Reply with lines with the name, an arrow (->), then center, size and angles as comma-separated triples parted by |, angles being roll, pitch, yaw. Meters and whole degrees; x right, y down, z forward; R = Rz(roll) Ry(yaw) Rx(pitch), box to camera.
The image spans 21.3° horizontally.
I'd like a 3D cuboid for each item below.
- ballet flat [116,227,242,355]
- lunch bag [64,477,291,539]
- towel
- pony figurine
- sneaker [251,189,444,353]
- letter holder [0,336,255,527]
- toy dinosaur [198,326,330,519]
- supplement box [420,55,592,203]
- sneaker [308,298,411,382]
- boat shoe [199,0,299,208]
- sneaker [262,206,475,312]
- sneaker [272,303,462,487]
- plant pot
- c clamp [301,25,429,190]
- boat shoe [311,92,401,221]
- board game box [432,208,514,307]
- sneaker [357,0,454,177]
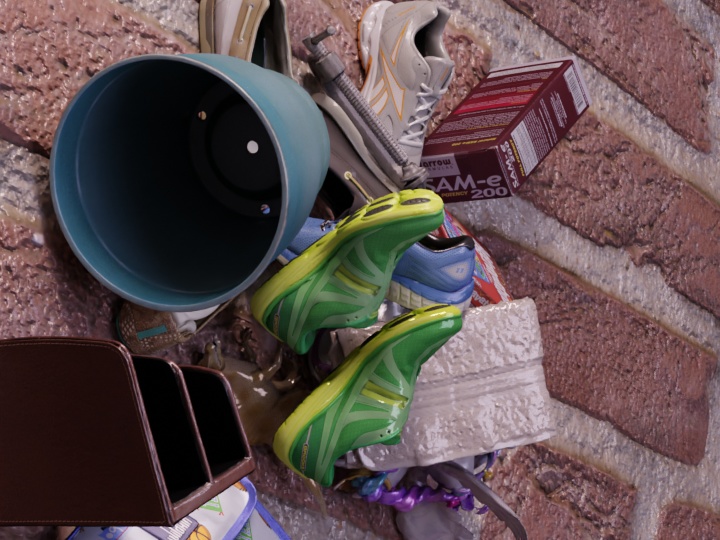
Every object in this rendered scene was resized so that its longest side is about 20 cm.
ballet flat -> -0.124, 0.010, 1.607 | 0.200, 0.065, 0.071 | -48, 121, -46
lunch bag -> -0.142, 0.249, 1.513 | 0.200, 0.124, 0.170 | 54, 44, -16
towel -> 0.073, 0.102, 1.698 | 0.200, 0.034, 0.133 | -10, 93, -14
pony figurine -> 0.080, 0.187, 1.815 | 0.193, 0.167, 0.200 | 40, 51, -3
sneaker -> 0.000, 0.000, 1.608 | 0.084, 0.200, 0.074 | 52, 28, -5
letter holder -> -0.198, 0.101, 1.383 | 0.101, 0.200, 0.142 | -30, 109, -51
toy dinosaur -> -0.076, 0.119, 1.683 | 0.101, 0.058, 0.200 | -49, 118, -26
supplement box -> 0.145, -0.144, 1.955 | 0.200, 0.109, 0.061 | -47, 122, -45
sneaker -> 0.010, 0.048, 1.796 | 0.200, 0.075, 0.100 | -62, 147, -32
boat shoe -> -0.093, -0.153, 1.668 | 0.075, 0.068, 0.200 | -13, 96, -53
sneaker -> 0.009, -0.029, 1.684 | 0.079, 0.200, 0.089 | -76, 180, -69
sneaker -> 0.016, 0.105, 1.632 | 0.084, 0.200, 0.074 | 47, 6, -2
plant pot -> -0.118, -0.084, 1.539 | 0.188, 0.200, 0.200 | -33, 113, -67
c clamp -> 0.004, -0.135, 1.732 | 0.027, 0.171, 0.200 | -39, 104, -8
boat shoe -> -0.004, -0.064, 1.744 | 0.061, 0.072, 0.201 | -38, 91, -24
board game box -> 0.105, -0.005, 1.837 | 0.103, 0.019, 0.200 | 44, 11, -23
sneaker -> 0.047, -0.168, 1.840 | 0.076, 0.092, 0.200 | 7, 80, -52
